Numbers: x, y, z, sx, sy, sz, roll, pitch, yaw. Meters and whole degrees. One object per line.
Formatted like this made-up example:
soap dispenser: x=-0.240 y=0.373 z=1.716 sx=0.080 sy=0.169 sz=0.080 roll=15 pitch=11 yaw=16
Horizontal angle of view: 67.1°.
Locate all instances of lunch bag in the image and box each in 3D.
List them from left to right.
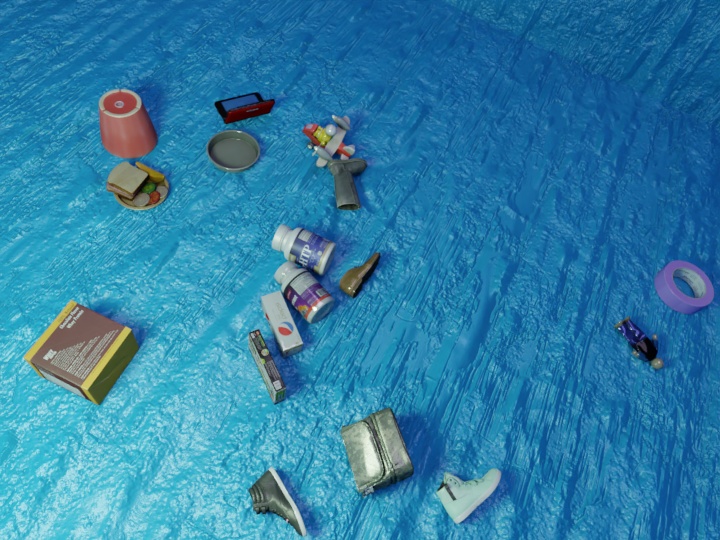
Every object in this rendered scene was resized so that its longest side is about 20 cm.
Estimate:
lunch bag: x=0.044 y=0.510 z=1.525 sx=0.166 sy=0.140 sz=0.201 roll=-20 pitch=63 yaw=-4

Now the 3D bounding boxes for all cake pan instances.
cake pan: x=-0.481 y=-0.448 z=2.059 sx=0.198 sy=0.037 sz=0.202 roll=5 pitch=58 yaw=-8

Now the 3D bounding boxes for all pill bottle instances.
pill bottle: x=-0.186 y=0.065 z=1.759 sx=0.111 sy=0.112 sz=0.200 roll=-36 pitch=71 yaw=-28
pill bottle: x=-0.193 y=-0.076 z=1.840 sx=0.198 sy=0.120 sz=0.120 roll=24 pitch=57 yaw=5

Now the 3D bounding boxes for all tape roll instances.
tape roll: x=1.238 y=0.063 z=2.078 sx=0.198 sy=0.066 sz=0.202 roll=5 pitch=57 yaw=-8

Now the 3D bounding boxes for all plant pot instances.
plant pot: x=-0.848 y=-0.537 z=1.957 sx=0.198 sy=0.178 sz=0.202 roll=5 pitch=58 yaw=-8

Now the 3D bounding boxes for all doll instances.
doll: x=0.997 y=0.257 z=1.919 sx=0.135 sy=0.049 sz=0.201 roll=-22 pitch=65 yaw=-22

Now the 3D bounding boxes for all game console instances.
game console: x=-0.462 y=-0.669 z=2.157 sx=0.198 sy=0.172 sz=0.120 roll=-22 pitch=92 yaw=-22

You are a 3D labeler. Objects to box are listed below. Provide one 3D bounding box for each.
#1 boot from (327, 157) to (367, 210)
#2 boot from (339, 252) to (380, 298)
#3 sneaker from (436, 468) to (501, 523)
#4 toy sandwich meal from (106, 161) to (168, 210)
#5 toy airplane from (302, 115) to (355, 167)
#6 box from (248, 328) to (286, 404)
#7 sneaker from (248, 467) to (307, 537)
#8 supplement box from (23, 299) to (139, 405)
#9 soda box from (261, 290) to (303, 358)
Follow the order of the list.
boot: x=-0.030 y=-0.326 z=2.057 sx=0.180 sy=0.073 sz=0.201 roll=-10 pitch=62 yaw=-23
boot: x=0.000 y=0.000 z=1.867 sx=0.075 sy=0.074 sz=0.200 roll=29 pitch=59 yaw=19
sneaker: x=0.306 y=0.603 z=1.547 sx=0.200 sy=0.074 sz=0.118 roll=-34 pitch=77 yaw=-24
toy sandwich meal: x=-0.772 y=-0.300 z=1.890 sx=0.203 sy=0.070 sz=0.207 roll=5 pitch=58 yaw=-8
toy airplane: x=-0.108 y=-0.506 z=2.108 sx=0.197 sy=0.141 sz=0.202 roll=-15 pitch=69 yaw=-15
box: x=-0.278 y=0.285 z=1.607 sx=0.034 sy=0.110 sz=0.201 roll=-20 pitch=65 yaw=-22
sneaker: x=-0.224 y=0.632 z=1.431 sx=0.099 sy=0.071 sz=0.200 roll=-29 pitch=62 yaw=-23
supplement box: x=-0.774 y=0.230 z=1.525 sx=0.198 sy=0.133 sz=0.198 roll=24 pitch=57 yaw=4
soda box: x=-0.249 y=0.169 z=1.712 sx=0.068 sy=0.064 sz=0.201 roll=-18 pitch=64 yaw=-21
